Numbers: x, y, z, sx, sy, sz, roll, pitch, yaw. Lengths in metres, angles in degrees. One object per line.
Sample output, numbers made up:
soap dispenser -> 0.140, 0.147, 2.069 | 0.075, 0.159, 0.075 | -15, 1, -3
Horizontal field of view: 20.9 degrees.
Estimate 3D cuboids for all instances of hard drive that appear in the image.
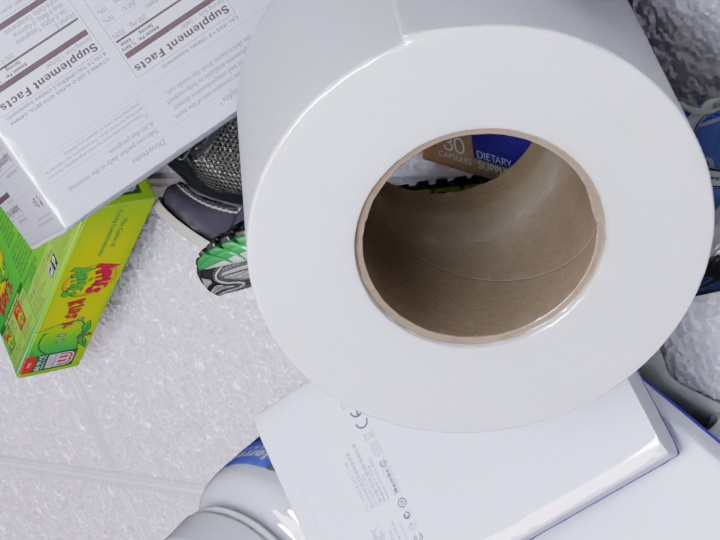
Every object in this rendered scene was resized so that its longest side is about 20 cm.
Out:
hard drive -> 0.050, 0.085, 1.015 | 0.200, 0.025, 0.132 | -33, 69, 22
hard drive -> 0.137, 0.129, 1.017 | 0.200, 0.025, 0.132 | 41, 120, 27

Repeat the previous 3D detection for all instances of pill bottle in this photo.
pill bottle -> -0.021, 0.137, 1.135 | 0.114, 0.200, 0.114 | 24, 134, 28

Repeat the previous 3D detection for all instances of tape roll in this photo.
tape roll -> 0.046, -0.046, 0.884 | 0.203, 0.139, 0.203 | -2, 120, -4

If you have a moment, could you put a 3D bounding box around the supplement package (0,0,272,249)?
supplement package -> -0.110, -0.114, 1.001 | 0.111, 0.200, 0.156 | 56, 165, -6

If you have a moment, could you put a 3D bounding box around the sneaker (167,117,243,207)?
sneaker -> -0.124, -0.095, 1.125 | 0.199, 0.114, 0.076 | 37, 109, 15

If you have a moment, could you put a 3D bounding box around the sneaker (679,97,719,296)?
sneaker -> 0.176, -0.041, 0.938 | 0.200, 0.076, 0.077 | -44, 61, 53

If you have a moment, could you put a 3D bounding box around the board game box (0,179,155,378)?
board game box -> -0.198, -0.026, 1.276 | 0.102, 0.048, 0.200 | 64, 146, 24

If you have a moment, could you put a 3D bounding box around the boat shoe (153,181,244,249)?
boat shoe -> -0.039, -0.017, 1.171 | 0.200, 0.073, 0.063 | 28, 93, 32

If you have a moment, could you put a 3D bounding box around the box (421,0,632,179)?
box -> 0.079, -0.131, 0.976 | 0.121, 0.032, 0.200 | 19, 131, 32

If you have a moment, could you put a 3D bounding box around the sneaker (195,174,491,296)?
sneaker -> 0.000, 0.000, 1.072 | 0.200, 0.078, 0.085 | -3, 104, 25

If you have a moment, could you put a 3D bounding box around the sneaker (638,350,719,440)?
sneaker -> 0.191, 0.124, 1.041 | 0.200, 0.070, 0.080 | 42, 137, 11
